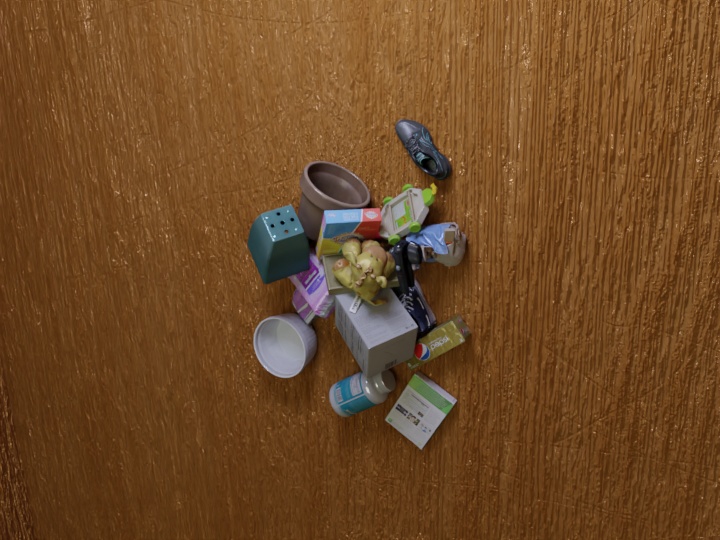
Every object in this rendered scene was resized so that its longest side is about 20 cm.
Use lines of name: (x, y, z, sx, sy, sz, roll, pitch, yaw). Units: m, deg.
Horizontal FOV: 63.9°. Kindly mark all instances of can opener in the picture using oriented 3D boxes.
can opener: (0.116, -0.005, 1.505, 0.078, 0.063, 0.201, 33, 149, 28)

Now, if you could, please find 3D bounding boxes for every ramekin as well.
ramekin: (-0.232, 0.231, 1.847, 0.199, 0.105, 0.201, 7, 106, 27)

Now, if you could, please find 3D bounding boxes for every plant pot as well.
plant pot: (-0.221, -0.082, 1.593, 0.142, 0.141, 0.200, 64, 160, 18)
plant pot: (-0.095, -0.180, 1.625, 0.200, 0.200, 0.175, 40, 127, 13)

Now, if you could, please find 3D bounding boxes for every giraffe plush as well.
giraffe plush: (0.013, -0.005, 1.480, 0.171, 0.162, 0.201, 9, 71, -3)

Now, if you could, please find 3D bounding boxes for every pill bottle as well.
pill bottle: (0.009, 0.364, 1.751, 0.199, 0.111, 0.111, -29, 89, 31)

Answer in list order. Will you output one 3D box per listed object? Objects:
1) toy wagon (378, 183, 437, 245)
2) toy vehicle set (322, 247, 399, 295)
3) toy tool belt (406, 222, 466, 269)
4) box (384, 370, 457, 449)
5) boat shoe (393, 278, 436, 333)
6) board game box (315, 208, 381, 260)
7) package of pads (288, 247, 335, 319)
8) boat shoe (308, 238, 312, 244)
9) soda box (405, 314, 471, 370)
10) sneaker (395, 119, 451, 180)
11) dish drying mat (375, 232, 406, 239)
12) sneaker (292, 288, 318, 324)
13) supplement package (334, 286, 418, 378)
toy wagon: (0.130, -0.160, 1.542, 0.200, 0.040, 0.156, -31, 44, 28)
toy vehicle set: (0.000, 0.000, 1.601, 0.199, 0.125, 0.027, -6, 141, -7)
toy tool belt: (0.173, -0.075, 1.535, 0.199, 0.123, 0.126, -6, 66, 28)
box: (0.178, 0.416, 1.721, 0.144, 0.036, 0.201, 36, 118, 15)
boat shoe: (0.137, 0.089, 1.621, 0.075, 0.093, 0.200, -36, 85, 30)
board game box: (-0.036, -0.097, 1.585, 0.200, 0.152, 0.041, 110, 153, -60)
package of pads: (-0.122, 0.034, 1.693, 0.121, 0.076, 0.200, -48, 48, 7)
boat shoe: (-0.176, -0.108, 1.753, 0.074, 0.062, 0.201, 29, 100, 4)
soda box: (0.209, 0.204, 1.631, 0.200, 0.064, 0.068, -35, 85, 30)
sneaker: (0.159, -0.320, 1.511, 0.200, 0.079, 0.075, 49, 120, 10)
dish drying mat: (0.037, -0.125, 1.661, 0.199, 0.018, 0.077, -2, 101, 28)
sneaker: (-0.142, 0.068, 1.778, 0.114, 0.073, 0.201, 50, 120, 11)
supplement package: (0.038, 0.153, 1.590, 0.200, 0.151, 0.151, 56, 157, 35)
